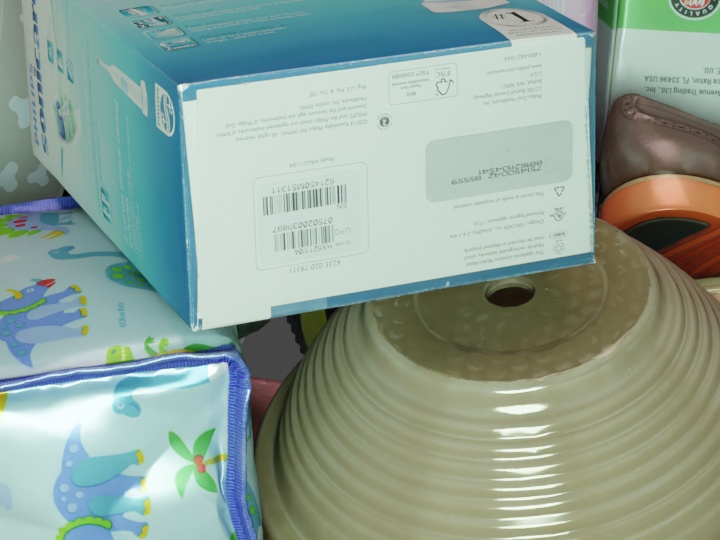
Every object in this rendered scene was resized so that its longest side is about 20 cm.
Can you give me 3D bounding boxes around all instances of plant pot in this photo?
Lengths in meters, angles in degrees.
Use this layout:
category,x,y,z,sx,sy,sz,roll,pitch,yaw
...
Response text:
category,x,y,z,sx,sy,sz,roll,pitch,yaw
plant pot,0.057,0.043,0.906,0.200,0.093,0.201,-5,39,4

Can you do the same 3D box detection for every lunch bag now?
category,x,y,z,sx,sy,sz,roll,pitch,yaw
lunch bag,-0.140,0.050,0.896,0.199,0.128,0.170,-8,20,-5

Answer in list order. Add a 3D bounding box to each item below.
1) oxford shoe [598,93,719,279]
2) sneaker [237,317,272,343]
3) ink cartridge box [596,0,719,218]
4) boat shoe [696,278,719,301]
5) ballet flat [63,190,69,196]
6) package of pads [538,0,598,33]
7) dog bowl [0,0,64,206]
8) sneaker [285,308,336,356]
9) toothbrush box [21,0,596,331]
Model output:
category,x,y,z,sx,sy,sz,roll,pitch,yaw
oxford shoe,0.183,-0.022,1.082,0.199,0.071,0.073,20,52,-34
sneaker,-0.106,0.007,1.014,0.199,0.075,0.115,-11,-9,-37
ink cartridge box,0.167,-0.059,1.148,0.145,0.201,0.084,2,17,-9
boat shoe,0.177,0.048,1.027,0.199,0.072,0.065,-1,28,-13
ballet flat,-0.113,-0.027,1.157,0.072,0.072,0.200,-13,0,-40
package of pads,0.061,-0.079,1.079,0.075,0.201,0.121,2,0,5
dog bowl,-0.179,-0.077,1.130,0.058,0.201,0.200,10,15,-30
sneaker,0.000,0.000,1.136,0.078,0.066,0.200,-4,21,-21
toothbrush box,-0.025,-0.061,0.904,0.146,0.086,0.200,-10,23,-21
